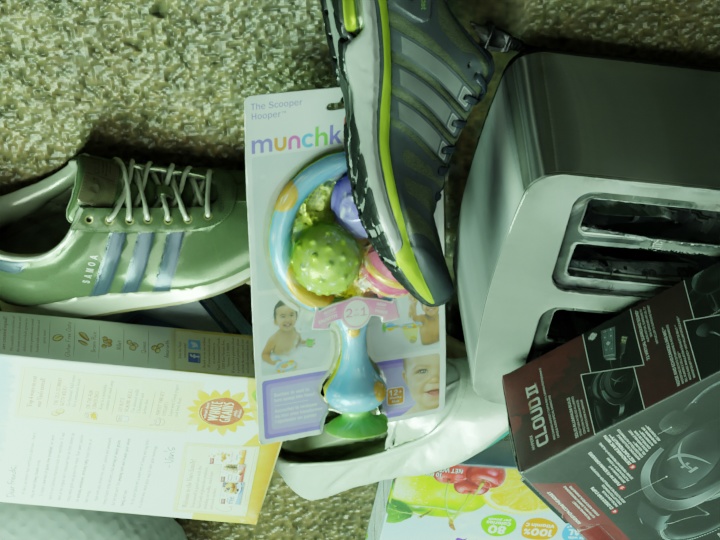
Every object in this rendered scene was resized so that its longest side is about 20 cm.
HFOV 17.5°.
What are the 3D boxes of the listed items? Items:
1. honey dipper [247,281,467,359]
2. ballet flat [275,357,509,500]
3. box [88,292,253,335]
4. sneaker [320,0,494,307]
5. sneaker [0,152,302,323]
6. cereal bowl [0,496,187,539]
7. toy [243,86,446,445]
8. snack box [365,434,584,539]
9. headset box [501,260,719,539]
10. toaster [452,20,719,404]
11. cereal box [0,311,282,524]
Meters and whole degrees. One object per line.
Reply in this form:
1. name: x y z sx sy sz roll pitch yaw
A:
1. honey dipper: 0.011 0.024 1.381 0.200 0.038 0.038 26 127 -30
2. ballet flat: 0.014 0.089 1.392 0.200 0.069 0.069 -23 132 39
3. box: -0.160 0.070 1.406 0.200 0.038 0.137 -22 131 17
4. sneaker: 0.032 -0.081 1.209 0.081 0.074 0.200 -10 97 -7
5. sneaker: -0.129 -0.028 1.297 0.200 0.067 0.090 -15 137 15
6. cereal bowl: -0.206 0.213 1.474 0.200 0.083 0.200 -3 150 -2
7. toy: 0.000 0.000 1.278 0.115 0.047 0.200 -9 113 -21
8. snack box: 0.110 0.158 1.494 0.200 0.053 0.142 5 134 -8
9. headset box: 0.184 0.086 1.255 0.200 0.077 0.149 -29 130 21
10. toaster: 0.143 -0.023 1.284 0.200 0.119 0.181 6 131 -8
11. cereal box: -0.146 0.087 1.364 0.200 0.040 0.144 7 139 -11
